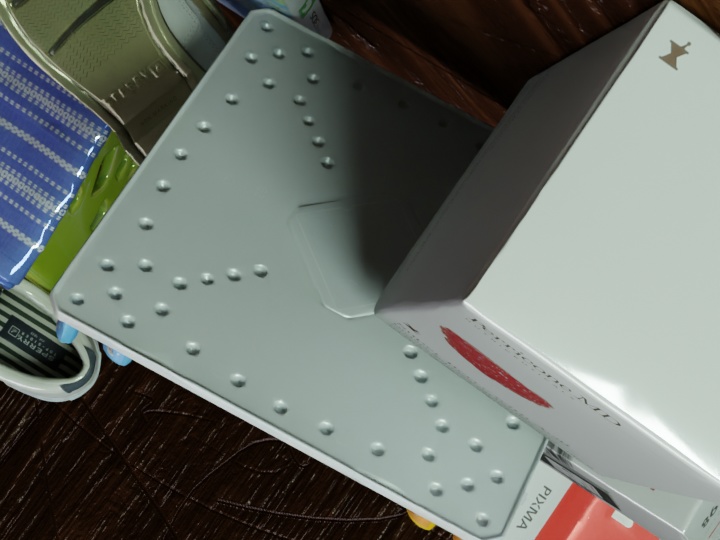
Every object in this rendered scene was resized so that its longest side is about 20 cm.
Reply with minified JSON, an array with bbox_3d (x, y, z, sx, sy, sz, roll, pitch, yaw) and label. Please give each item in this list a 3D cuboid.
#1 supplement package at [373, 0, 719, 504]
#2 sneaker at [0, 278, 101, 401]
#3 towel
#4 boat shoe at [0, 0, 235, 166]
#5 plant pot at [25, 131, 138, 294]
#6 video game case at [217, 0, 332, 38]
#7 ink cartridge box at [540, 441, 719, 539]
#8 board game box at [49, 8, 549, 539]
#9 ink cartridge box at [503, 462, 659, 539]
[{"bbox_3d":[0.096,-0.001,0.727,0.121,0.120,0.200,36,174,-5],"label":"supplement package"},{"bbox_3d":[-0.231,0.007,1.144,0.200,0.073,0.071,27,166,-10],"label":"sneaker"},{"bbox_3d":[-0.183,-0.108,1.039,0.145,0.200,0.024,33,-171,16],"label":"towel"},{"bbox_3d":[-0.106,-0.113,0.941,0.200,0.075,0.068,57,-160,-20],"label":"boat shoe"},{"bbox_3d":[-0.206,-0.115,1.184,0.200,0.182,0.199,34,174,8],"label":"plant pot"},{"bbox_3d":[-0.110,-0.180,0.920,0.200,0.022,0.182,33,174,14],"label":"video game case"},{"bbox_3d":[0.134,0.050,0.933,0.200,0.116,0.067,31,172,26],"label":"ink cartridge box"},{"bbox_3d":[0.000,0.000,0.860,0.200,0.200,0.026,28,140,2],"label":"board game box"},{"bbox_3d":[0.106,0.070,1.023,0.200,0.161,0.050,34,177,9],"label":"ink cartridge box"}]
